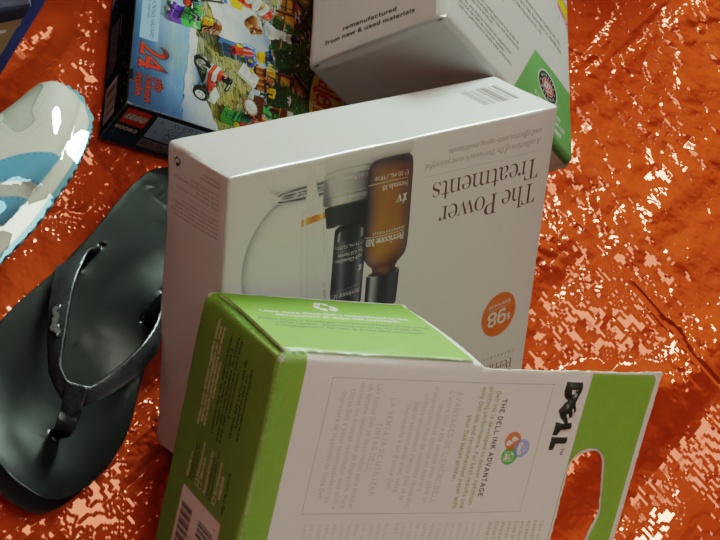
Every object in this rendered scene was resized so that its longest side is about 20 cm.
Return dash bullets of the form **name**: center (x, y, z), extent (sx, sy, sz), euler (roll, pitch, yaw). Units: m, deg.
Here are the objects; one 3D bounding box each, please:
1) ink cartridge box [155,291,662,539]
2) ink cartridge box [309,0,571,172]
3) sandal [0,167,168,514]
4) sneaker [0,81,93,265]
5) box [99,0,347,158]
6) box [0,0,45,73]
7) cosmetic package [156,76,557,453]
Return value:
- **ink cartridge box**: center (0.020, 0.095, 0.811), extent (0.199, 0.149, 0.076), euler (4, 18, -32)
- **ink cartridge box**: center (0.047, -0.164, 0.984), extent (0.145, 0.084, 0.201), euler (41, 42, -46)
- **sandal**: center (-0.119, 0.020, 0.835), extent (0.076, 0.043, 0.201), euler (34, 51, -11)
- **sneaker**: center (-0.190, -0.028, 0.795), extent (0.081, 0.076, 0.200), euler (44, 49, -10)
- **box**: center (-0.062, -0.142, 0.967), extent (0.136, 0.038, 0.201), euler (16, 57, -25)
- **box**: center (-0.223, -0.085, 0.777), extent (0.199, 0.121, 0.033), euler (-16, 72, -37)
- **cosmetic package**: center (0.000, 0.000, 0.859), extent (0.199, 0.152, 0.052), euler (-16, 34, -37)
